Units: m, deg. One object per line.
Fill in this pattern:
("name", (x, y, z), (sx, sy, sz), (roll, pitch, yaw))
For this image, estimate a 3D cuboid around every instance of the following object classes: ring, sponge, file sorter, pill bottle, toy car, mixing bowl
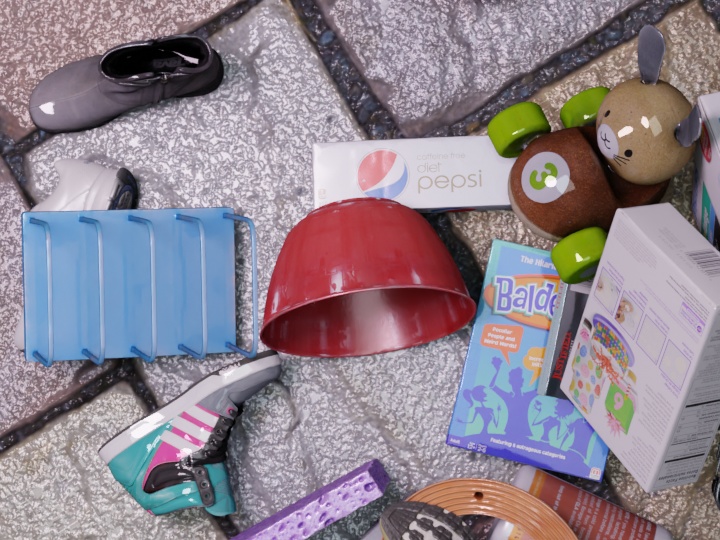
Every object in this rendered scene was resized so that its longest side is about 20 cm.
("ring", (0.113, 0.274, 1.593), (0.200, 0.019, 0.201), (6, 111, 17))
("sponge", (-0.067, 0.239, 1.657), (0.200, 0.112, 0.030), (-30, 89, 4))
("file sorter", (-0.200, 0.015, 1.623), (0.200, 0.123, 0.139), (-2, 94, -17))
("pill bottle", (0.217, 0.268, 1.633), (0.200, 0.112, 0.112), (25, 91, 5))
("toy car", (0.228, -0.113, 1.543), (0.158, 0.200, 0.164), (-14, 68, -27))
("mixing bowl", (0.000, 0.000, 1.629), (0.200, 0.200, 0.109), (-10, 72, 4))

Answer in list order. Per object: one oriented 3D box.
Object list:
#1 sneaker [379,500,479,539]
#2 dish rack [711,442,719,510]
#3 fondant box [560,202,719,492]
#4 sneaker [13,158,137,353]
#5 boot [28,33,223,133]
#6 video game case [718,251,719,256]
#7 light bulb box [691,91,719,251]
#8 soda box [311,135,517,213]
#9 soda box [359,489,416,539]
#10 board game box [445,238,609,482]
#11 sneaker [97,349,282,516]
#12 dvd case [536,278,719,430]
("sneaker", (0.085, 0.289, 1.566), (0.200, 0.077, 0.089), (43, 135, 6))
("dish rack", (0.409, 0.137, 1.639), (0.153, 0.055, 0.200), (12, 90, -6))
("fondant box", (0.251, 0.065, 1.505), (0.058, 0.144, 0.200), (-7, 129, -28))
("sneaker", (-0.287, -0.015, 1.710), (0.087, 0.075, 0.200), (22, 84, 17))
("boot", (-0.230, -0.184, 1.668), (0.200, 0.132, 0.070), (-18, 88, 4))
("video game case", (0.378, 0.011, 1.540), (0.182, 0.200, 0.023), (-10, 61, -13))
("light bulb box", (0.405, -0.076, 1.565), (0.200, 0.198, 0.125), (-13, 61, 2))
("soda box", (0.056, -0.089, 1.678), (0.200, 0.064, 0.068), (-2, 87, 4))
("soda box", (0.090, 0.303, 1.665), (0.068, 0.063, 0.200), (-44, 86, 9))
("board game box", (0.175, 0.083, 1.674), (0.152, 0.045, 0.200), (13, 89, 4))
("sneaker", (-0.138, 0.169, 1.677), (0.200, 0.084, 0.121), (-33, 82, 11))
("dvd case", (0.269, 0.062, 1.642), (0.200, 0.022, 0.146), (11, 90, -19))
